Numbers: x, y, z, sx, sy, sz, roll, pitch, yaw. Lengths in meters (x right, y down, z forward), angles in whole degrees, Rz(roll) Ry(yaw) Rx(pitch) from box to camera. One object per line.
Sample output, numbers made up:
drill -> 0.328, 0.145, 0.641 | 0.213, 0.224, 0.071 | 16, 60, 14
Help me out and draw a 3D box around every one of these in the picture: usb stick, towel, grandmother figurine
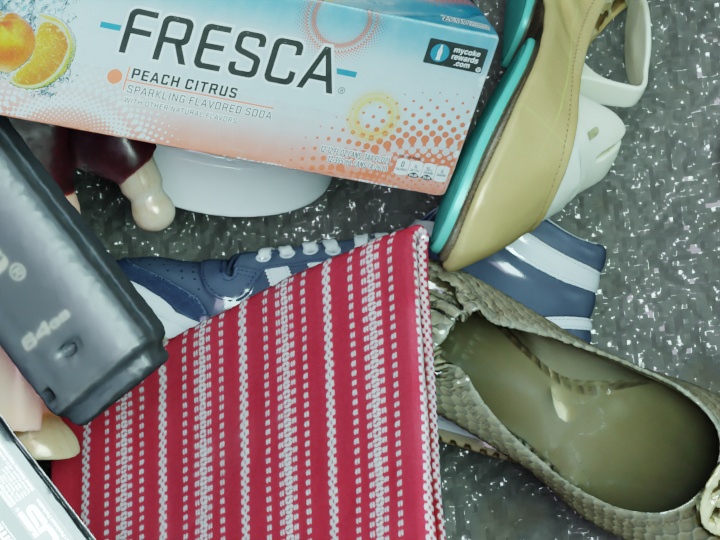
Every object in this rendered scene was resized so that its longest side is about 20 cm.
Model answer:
usb stick -> -0.146, -0.035, 1.069 | 0.055, 0.033, 0.200 | -38, 89, 12
towel -> -0.046, 0.081, 1.083 | 0.199, 0.022, 0.145 | -26, 55, 36
grandmother figurine -> -0.130, -0.031, 1.109 | 0.121, 0.061, 0.201 | -1, 101, -18

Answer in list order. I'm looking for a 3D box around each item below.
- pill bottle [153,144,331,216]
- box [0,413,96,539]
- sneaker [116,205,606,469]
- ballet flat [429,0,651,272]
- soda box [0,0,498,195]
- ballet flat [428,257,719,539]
pill bottle -> -0.044, -0.131, 1.133 | 0.115, 0.116, 0.201 | 15, 118, 12
box -> -0.208, 0.079, 1.058 | 0.161, 0.049, 0.200 | -38, 91, -14
sneaker -> 0.000, 0.000, 1.165 | 0.199, 0.070, 0.109 | 17, 91, 5
ballet flat -> 0.078, -0.070, 1.121 | 0.063, 0.069, 0.201 | 22, 49, -5
soda box -> -0.057, -0.085, 1.050 | 0.199, 0.064, 0.069 | 10, 115, -22
ballet flat -> 0.083, 0.053, 1.112 | 0.199, 0.046, 0.068 | 31, 84, -19
